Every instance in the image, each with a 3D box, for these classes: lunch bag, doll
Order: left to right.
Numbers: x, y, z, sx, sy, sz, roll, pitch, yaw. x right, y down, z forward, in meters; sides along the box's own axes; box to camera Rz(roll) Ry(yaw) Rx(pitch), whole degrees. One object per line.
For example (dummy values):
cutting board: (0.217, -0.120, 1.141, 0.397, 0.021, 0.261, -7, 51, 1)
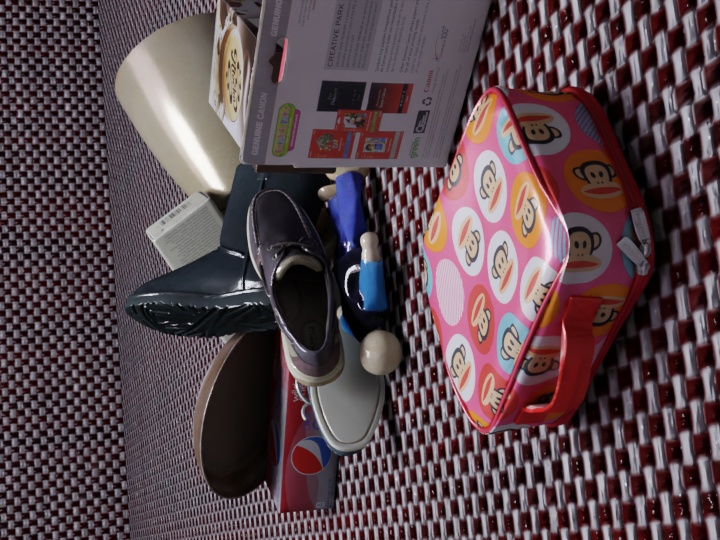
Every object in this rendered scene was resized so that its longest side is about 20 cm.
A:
doll: (0.000, 0.000, 1.243, 0.137, 0.048, 0.203, 114, 149, -60)
lunch bag: (0.107, 0.004, 0.851, 0.201, 0.081, 0.178, 109, 153, -47)

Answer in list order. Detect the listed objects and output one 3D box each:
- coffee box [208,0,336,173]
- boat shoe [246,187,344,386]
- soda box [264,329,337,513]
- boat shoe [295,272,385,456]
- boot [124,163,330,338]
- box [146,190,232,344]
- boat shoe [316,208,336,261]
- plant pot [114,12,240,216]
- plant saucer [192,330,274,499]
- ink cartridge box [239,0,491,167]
coffee box: (-0.081, -0.178, 1.277, 0.200, 0.079, 0.115, -127, 41, -59)
boat shoe: (-0.057, 0.004, 1.244, 0.065, 0.071, 0.202, 100, 158, -62)
soda box: (-0.058, 0.148, 1.423, 0.070, 0.062, 0.203, -129, 40, -62)
boat shoe: (-0.025, 0.095, 1.292, 0.062, 0.074, 0.202, 110, 153, -46)
boot: (-0.129, -0.025, 1.358, 0.077, 0.197, 0.170, 49, -136, -51)
box: (-0.147, 0.018, 1.504, 0.201, 0.082, 0.068, 58, 171, -18)
boat shoe: (-0.074, -0.030, 1.458, 0.200, 0.073, 0.067, 31, 145, 62)
plant pot: (-0.164, -0.158, 1.581, 0.202, 0.185, 0.188, 64, 154, 23)
plant saucer: (-0.118, 0.139, 1.435, 0.032, 0.199, 0.203, 17, 114, 28)
ink cartridge box: (-0.004, -0.180, 1.029, 0.084, 0.173, 0.202, -110, 26, -44)
